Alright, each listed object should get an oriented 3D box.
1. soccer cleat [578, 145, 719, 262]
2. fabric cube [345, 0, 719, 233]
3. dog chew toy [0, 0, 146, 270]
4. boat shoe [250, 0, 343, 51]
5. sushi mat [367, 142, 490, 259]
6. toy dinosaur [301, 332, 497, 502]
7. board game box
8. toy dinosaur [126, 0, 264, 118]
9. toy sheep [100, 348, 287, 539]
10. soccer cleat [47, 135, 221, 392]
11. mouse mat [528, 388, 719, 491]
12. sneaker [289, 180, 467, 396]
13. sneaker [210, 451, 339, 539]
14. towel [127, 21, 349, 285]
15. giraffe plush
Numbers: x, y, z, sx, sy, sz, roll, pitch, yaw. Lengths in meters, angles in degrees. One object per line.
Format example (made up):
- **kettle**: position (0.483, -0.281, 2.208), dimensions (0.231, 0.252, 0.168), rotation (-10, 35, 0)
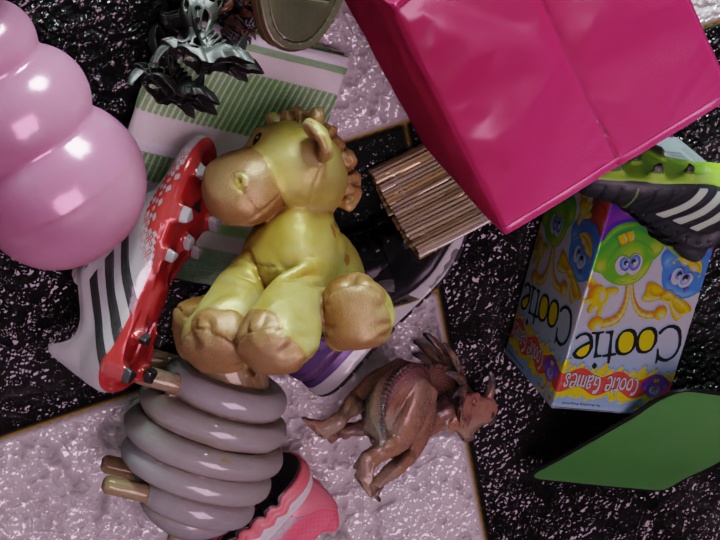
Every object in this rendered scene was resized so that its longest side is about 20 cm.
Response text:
- **soccer cleat**: position (0.229, -0.048, 1.675), dimensions (0.199, 0.068, 0.081), rotation (4, 115, -30)
- **fabric cube**: position (0.113, -0.187, 1.620), dimensions (0.199, 0.196, 0.200), rotation (-31, 119, -3)
- **dog chew toy**: position (-0.233, -0.101, 1.583), dimensions (0.124, 0.125, 0.201), rotation (-30, 112, -5)
- **boat shoe**: position (-0.049, -0.246, 1.565), dimensions (0.072, 0.068, 0.201), rotation (8, 82, -28)
- **sushi mat**: position (0.109, -0.087, 1.726), dimensions (0.199, 0.096, 0.012), rotation (-28, 147, -6)
- **toy dinosaur**: position (0.035, 0.102, 1.760), dimensions (0.135, 0.086, 0.200), rotation (-42, 166, -1)
- **board game box**: position (0.200, 0.000, 1.791), dimensions (0.102, 0.105, 0.201), rotation (5, 112, -22)
- **toy dinosaur**: position (-0.116, -0.189, 1.598), dimensions (0.199, 0.102, 0.137), rotation (2, 72, -4)
- **toy sheep**: position (-0.123, 0.134, 1.725), dimensions (0.137, 0.138, 0.201), rotation (11, 106, -24)
- **soccer cleat**: position (-0.164, -0.010, 1.656), dimensions (0.069, 0.085, 0.201), rotation (15, 97, -68)
- **mouse mat**: position (0.253, 0.140, 1.851), dimensions (0.160, 0.008, 0.200), rotation (9, 149, -35)
- **sneaker**: position (0.000, 0.000, 1.739), dimensions (0.087, 0.076, 0.200), rotation (37, 98, -24)
- **sneaker**: position (-0.095, 0.241, 1.816), dimensions (0.200, 0.074, 0.087), rotation (-44, 122, 4)
- **towel**: position (-0.105, -0.085, 1.689), dimensions (0.152, 0.023, 0.201), rotation (12, 111, -23)
- **giraffe plush**: position (-0.050, -0.030, 1.615), dimensions (0.199, 0.172, 0.163), rotation (-23, 107, -44)
